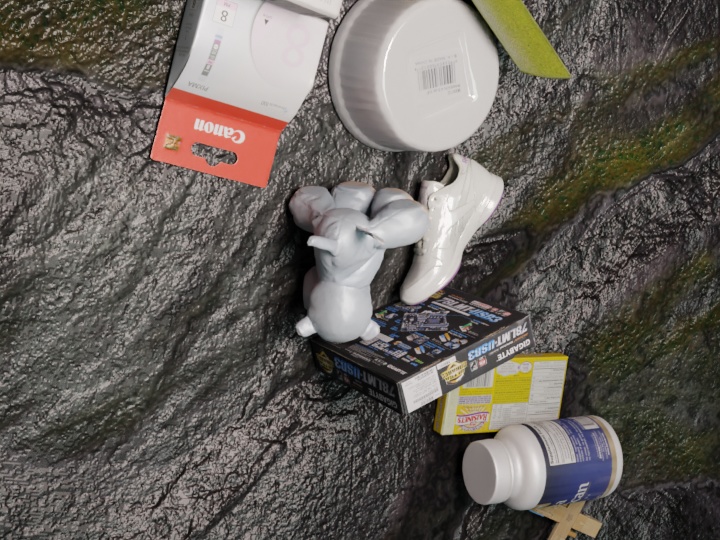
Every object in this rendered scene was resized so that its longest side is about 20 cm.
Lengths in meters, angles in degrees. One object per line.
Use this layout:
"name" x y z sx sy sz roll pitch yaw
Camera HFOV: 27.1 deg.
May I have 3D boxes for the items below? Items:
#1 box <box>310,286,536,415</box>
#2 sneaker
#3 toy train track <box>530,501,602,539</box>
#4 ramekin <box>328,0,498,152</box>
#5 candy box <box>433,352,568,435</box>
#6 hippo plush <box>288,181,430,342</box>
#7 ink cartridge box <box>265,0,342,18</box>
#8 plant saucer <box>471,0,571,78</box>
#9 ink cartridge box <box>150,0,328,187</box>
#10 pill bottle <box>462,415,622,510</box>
"box" 0.073 0.088 1.786 0.197 0.199 0.050 -23 113 -28
"sneaker" 0.093 -0.053 1.855 0.099 0.075 0.201 36 77 -19
"toy train track" 0.251 0.322 2.065 0.199 0.032 0.116 27 93 -29
"ramekin" 0.069 -0.235 1.767 0.198 0.097 0.203 -8 106 -32
"candy box" 0.188 0.162 1.985 0.198 0.026 0.104 1 104 -33
"hippo plush" 0.000 0.000 1.735 0.157 0.200 0.163 -3 112 -10
"ink cartridge box" -0.103 -0.368 1.582 0.198 0.083 0.149 16 92 -34
"plant saucer" 0.157 -0.325 1.766 0.048 0.201 0.200 -34 122 10
"ink cartridge box" -0.134 -0.204 1.672 0.161 0.057 0.203 12 90 -35
"pill bottle" 0.238 0.256 1.973 0.198 0.111 0.113 -3 103 -29
